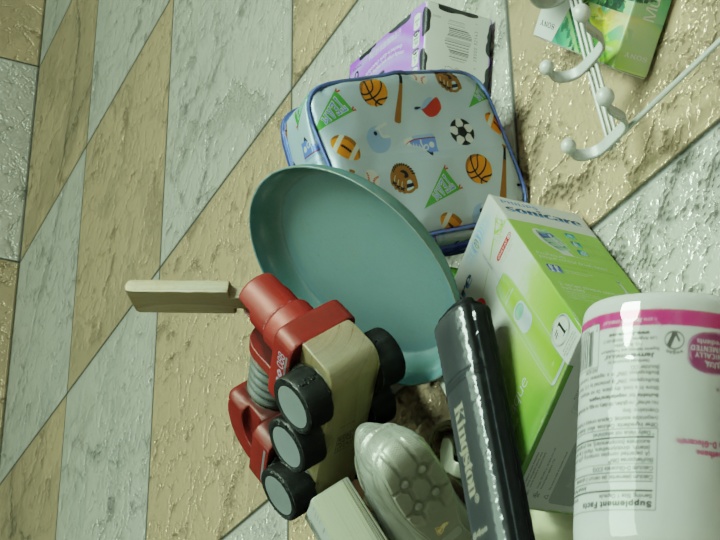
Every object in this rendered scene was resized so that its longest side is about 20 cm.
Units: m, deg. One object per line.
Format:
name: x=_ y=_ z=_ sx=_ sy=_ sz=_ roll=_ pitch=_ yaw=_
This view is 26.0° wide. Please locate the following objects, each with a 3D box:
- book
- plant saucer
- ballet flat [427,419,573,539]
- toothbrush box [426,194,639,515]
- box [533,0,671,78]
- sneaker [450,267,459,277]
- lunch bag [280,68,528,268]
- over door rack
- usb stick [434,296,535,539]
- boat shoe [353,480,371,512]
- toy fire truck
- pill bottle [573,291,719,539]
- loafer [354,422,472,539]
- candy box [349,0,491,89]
book: x=0.021 y=0.260 z=1.181 sx=0.201 sy=0.048 sz=0.134 roll=58 pitch=168 yaw=10
plant saucer: x=0.000 y=0.000 z=1.184 sx=0.027 sy=0.200 sz=0.200 roll=-43 pitch=1 yaw=-35
ballet flat: x=0.103 y=0.163 z=1.179 sx=0.200 sy=0.069 sz=0.070 roll=-137 pitch=62 yaw=-64
toothbrush box: x=0.133 y=0.059 z=1.134 sx=0.200 sy=0.085 sz=0.147 roll=-114 pitch=41 yaw=-57
box: x=0.202 y=-0.259 z=1.187 sx=0.144 sy=0.036 sz=0.202 roll=-137 pitch=60 yaw=-64
sneaker: x=0.059 y=0.047 z=1.304 sx=0.200 sy=0.076 sz=0.085 roll=77 pitch=-176 yaw=-78
lunch bag: x=0.033 y=-0.078 z=1.270 sx=0.075 sy=0.199 sz=0.162 roll=-36 pitch=69 yaw=56
over door rack: x=0.190 y=-0.188 z=1.080 sx=0.200 sy=0.066 sz=0.149 roll=-37 pitch=56 yaw=45
usb stick: x=0.084 y=0.116 z=1.065 sx=0.055 sy=0.032 sz=0.202 roll=-43 pitch=48 yaw=48
boat shoe: x=0.043 y=0.188 z=1.295 sx=0.200 sy=0.075 sz=0.072 roll=43 pitch=130 yaw=53
toy fire truck: x=-0.082 y=0.078 z=1.238 sx=0.200 sy=0.128 sz=0.177 roll=46 pitch=146 yaw=28
pill bottle: x=0.186 y=0.123 z=0.940 sx=0.113 sy=0.112 sz=0.202 roll=154 pitch=124 yaw=-62
loafer: x=0.051 y=0.194 z=1.171 sx=0.070 sy=0.070 sz=0.201 roll=30 pitch=148 yaw=58
candy box: x=0.047 y=-0.119 z=1.440 sx=0.168 sy=0.071 sz=0.202 roll=151 pitch=127 yaw=-61
